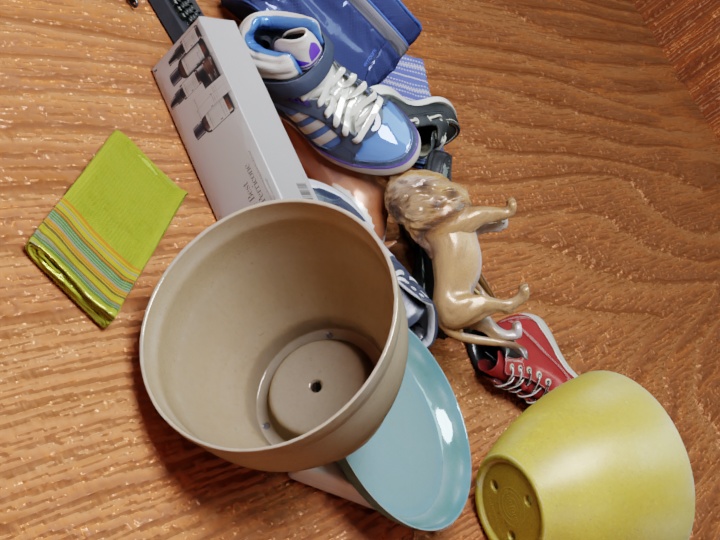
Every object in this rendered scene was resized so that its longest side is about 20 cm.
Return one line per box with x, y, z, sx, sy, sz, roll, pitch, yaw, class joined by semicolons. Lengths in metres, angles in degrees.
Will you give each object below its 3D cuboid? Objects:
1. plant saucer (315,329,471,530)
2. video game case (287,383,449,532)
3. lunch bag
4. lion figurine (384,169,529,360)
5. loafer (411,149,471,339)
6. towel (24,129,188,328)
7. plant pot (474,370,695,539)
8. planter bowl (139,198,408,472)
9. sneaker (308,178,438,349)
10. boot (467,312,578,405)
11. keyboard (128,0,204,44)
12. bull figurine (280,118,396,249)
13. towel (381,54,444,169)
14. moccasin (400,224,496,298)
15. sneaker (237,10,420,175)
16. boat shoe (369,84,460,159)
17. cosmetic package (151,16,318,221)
0.025;0.129;1.109;0.200;0.027;0.202;37;39;-36;plant saucer
-0.003;0.124;1.139;0.199;0.024;0.183;28;37;-42;video game case
-0.041;-0.283;1.359;0.200;0.133;0.136;41;-5;-28;lunch bag
0.094;-0.005;1.257;0.073;0.121;0.202;121;-40;-75;lion figurine
0.088;-0.027;1.336;0.068;0.070;0.203;91;2;-72;loafer
-0.194;-0.040;1.016;0.086;0.018;0.201;48;28;-18;towel
0.193;0.208;1.218;0.141;0.200;0.202;-11;66;-32;plant pot
-0.049;0.066;0.973;0.135;0.198;0.202;58;14;-56;planter bowl
0.000;0.000;1.200;0.200;0.070;0.109;44;8;-27;sneaker
0.194;0.137;1.399;0.201;0.072;0.144;56;26;18;boot
-0.211;-0.297;1.271;0.201;0.021;0.127;58;27;7;keyboard
-0.010;-0.088;1.319;0.201;0.065;0.121;59;23;3;bull figurine
0.027;-0.198;1.493;0.143;0.024;0.201;13;45;-24;towel
0.096;-0.031;1.407;0.073;0.078;0.203;28;33;-42;moccasin
-0.033;-0.170;1.212;0.199;0.081;0.147;31;-11;8;sneaker
0.055;-0.146;1.374;0.199;0.076;0.061;-3;55;-55;boat shoe
-0.115;-0.121;1.159;0.050;0.082;0.201;-5;63;-48;cosmetic package
